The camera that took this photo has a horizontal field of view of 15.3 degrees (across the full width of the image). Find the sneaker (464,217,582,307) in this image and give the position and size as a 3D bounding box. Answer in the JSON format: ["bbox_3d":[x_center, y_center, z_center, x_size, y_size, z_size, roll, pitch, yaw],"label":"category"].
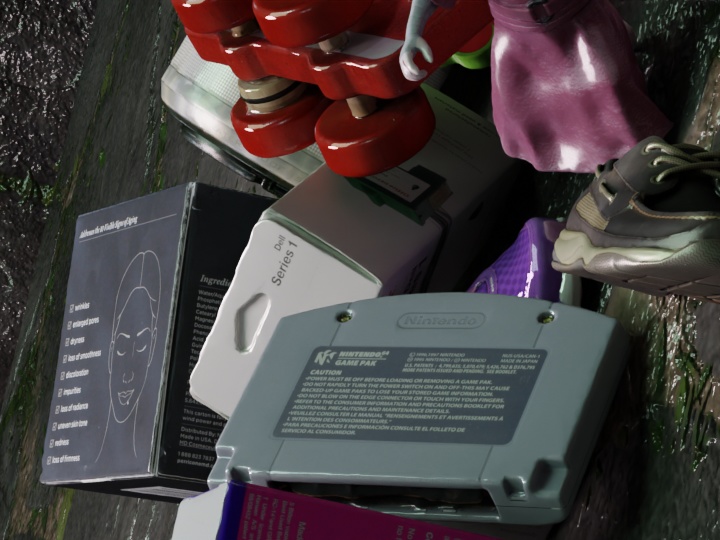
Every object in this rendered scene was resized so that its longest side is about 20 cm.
[{"bbox_3d":[0.056,0.045,1.481,0.081,0.088,0.200,-89,20,-45],"label":"sneaker"}]

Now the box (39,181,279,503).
[{"bbox_3d":[-0.118,0.055,1.842,0.200,0.124,0.197,-11,71,61],"label":"box"}]

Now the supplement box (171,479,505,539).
[{"bbox_3d":[0.008,0.176,1.322,0.101,0.200,0.104,150,133,-70],"label":"supplement box"}]

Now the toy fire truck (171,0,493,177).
[{"bbox_3d":[0.001,-0.150,1.514,0.168,0.112,0.200,-40,32,-24],"label":"toy fire truck"}]

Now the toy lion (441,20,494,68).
[{"bbox_3d":[0.022,-0.205,1.620,0.200,0.191,0.069,64,-170,16],"label":"toy lion"}]

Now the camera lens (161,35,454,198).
[{"bbox_3d":[-0.023,-0.148,1.745,0.200,0.160,0.160,-59,16,4],"label":"camera lens"}]

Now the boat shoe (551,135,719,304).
[{"bbox_3d":[0.140,-0.027,1.257,0.200,0.074,0.073,-171,95,-74],"label":"boat shoe"}]

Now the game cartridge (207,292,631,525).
[{"bbox_3d":[0.033,0.068,1.365,0.133,0.200,0.042,-60,-40,-42],"label":"game cartridge"}]

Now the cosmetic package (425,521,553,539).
[{"bbox_3d":[0.023,0.162,1.465,0.085,0.107,0.200,-96,25,-51],"label":"cosmetic package"}]

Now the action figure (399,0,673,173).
[{"bbox_3d":[0.099,-0.144,1.363,0.200,0.134,0.149,67,-148,-34],"label":"action figure"}]

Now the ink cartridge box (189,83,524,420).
[{"bbox_3d":[0.000,0.000,1.563,0.200,0.084,0.146,-43,-18,-52],"label":"ink cartridge box"}]
